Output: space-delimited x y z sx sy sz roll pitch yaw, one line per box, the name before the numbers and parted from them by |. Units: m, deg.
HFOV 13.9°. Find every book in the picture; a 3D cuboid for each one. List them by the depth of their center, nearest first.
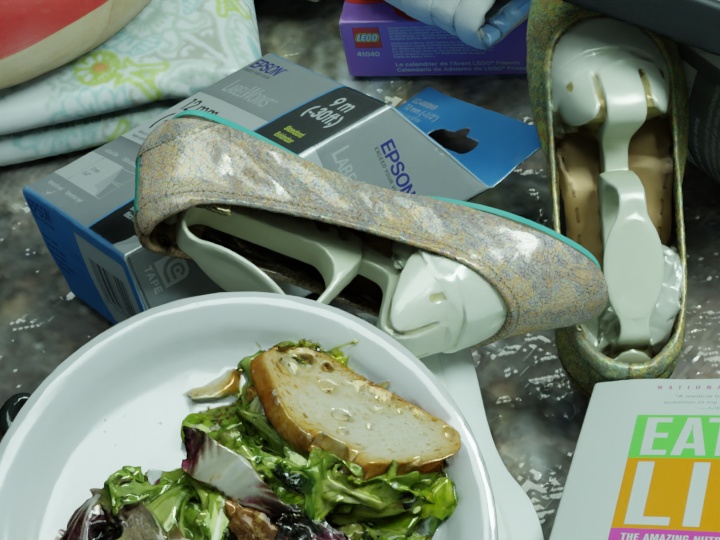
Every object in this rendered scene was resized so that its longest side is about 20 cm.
book | 0.140 0.106 1.120 0.133 0.048 0.200 3 26 11

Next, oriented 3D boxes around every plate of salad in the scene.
plate of salad | -0.049 0.101 1.085 0.199 0.048 0.201 -2 73 7

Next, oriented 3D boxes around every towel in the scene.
towel | -0.152 -0.126 1.453 0.199 0.048 0.172 -12 50 2

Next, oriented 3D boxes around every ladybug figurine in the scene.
ladybug figurine | -0.181 -0.149 1.399 0.199 0.072 0.136 -23 50 -8

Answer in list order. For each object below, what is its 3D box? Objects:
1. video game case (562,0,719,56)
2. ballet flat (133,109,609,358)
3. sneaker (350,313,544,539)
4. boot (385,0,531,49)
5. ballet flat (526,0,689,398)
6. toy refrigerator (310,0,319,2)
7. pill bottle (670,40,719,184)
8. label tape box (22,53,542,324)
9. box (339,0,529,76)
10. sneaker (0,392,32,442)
video game case | 0.197 -0.135 1.248 0.199 0.026 0.181 21 38 18
ballet flat | 0.000 0.000 1.187 0.199 0.068 0.067 18 51 0
sneaker | 0.015 0.095 1.175 0.084 0.073 0.200 5 39 -23
boot | 0.091 -0.182 1.386 0.095 0.074 0.200 35 72 29
ballet flat | 0.108 -0.044 1.241 0.070 0.071 0.201 -4 84 9
toy refrigerator | -0.044 -0.232 1.479 0.076 0.070 0.200 19 39 -21
pill bottle | 0.216 -0.059 1.265 0.111 0.111 0.200 -34 50 -18
label tape box | -0.033 -0.045 1.303 0.200 0.066 0.143 -32 23 -14
box | 0.097 -0.155 1.426 0.199 0.039 0.137 0 48 13
sneaker | -0.148 0.080 1.217 0.200 0.116 0.076 23 57 29
